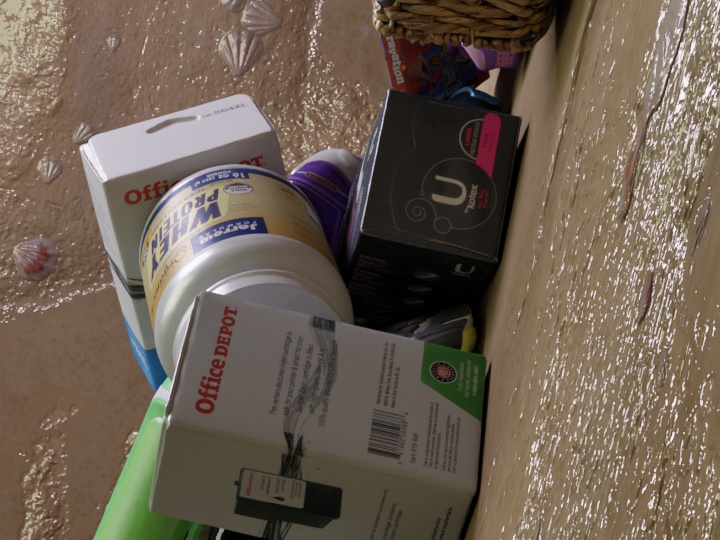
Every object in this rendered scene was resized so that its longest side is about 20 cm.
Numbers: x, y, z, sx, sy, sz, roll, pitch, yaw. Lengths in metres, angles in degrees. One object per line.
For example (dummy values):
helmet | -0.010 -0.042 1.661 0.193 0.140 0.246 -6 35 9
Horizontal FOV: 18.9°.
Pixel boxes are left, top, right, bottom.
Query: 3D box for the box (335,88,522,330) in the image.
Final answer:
box | 0.045 -0.035 1.631 0.200 0.106 0.122 112 170 -68

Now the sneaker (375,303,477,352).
sneaker | 0.044 0.081 1.591 0.200 0.078 0.090 143 111 -74

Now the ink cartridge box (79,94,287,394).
ink cartridge box | -0.126 -0.021 1.724 0.084 0.146 0.200 -126 21 -58

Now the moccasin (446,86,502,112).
moccasin | 0.059 -0.064 1.779 0.068 0.080 0.200 -73 -1 -46

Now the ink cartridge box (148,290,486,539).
ink cartridge box | -0.027 0.104 1.399 0.147 0.200 0.083 -79 4 -54

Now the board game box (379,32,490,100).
board game box | 0.063 -0.190 1.825 0.200 0.019 0.103 -42 -60 -63

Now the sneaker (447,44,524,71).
sneaker | 0.086 -0.219 1.748 0.200 0.080 0.089 -126 31 -58

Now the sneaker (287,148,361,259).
sneaker | 0.000 0.000 1.769 0.083 0.200 0.081 -32 -2 -15

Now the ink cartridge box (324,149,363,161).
ink cartridge box | 0.015 -0.024 1.902 0.076 0.136 0.200 170 113 -85

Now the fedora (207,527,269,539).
fedora | -0.022 0.233 1.587 0.092 0.200 0.201 26 -105 -56

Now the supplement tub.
supplement tub | -0.084 0.021 1.586 0.200 0.144 0.145 -113 35 -63

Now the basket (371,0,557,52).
basket | 0.083 -0.259 1.544 0.200 0.143 0.149 -94 11 -64

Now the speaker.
speaker | -0.146 0.179 1.639 0.088 0.088 0.200 -123 56 -86
